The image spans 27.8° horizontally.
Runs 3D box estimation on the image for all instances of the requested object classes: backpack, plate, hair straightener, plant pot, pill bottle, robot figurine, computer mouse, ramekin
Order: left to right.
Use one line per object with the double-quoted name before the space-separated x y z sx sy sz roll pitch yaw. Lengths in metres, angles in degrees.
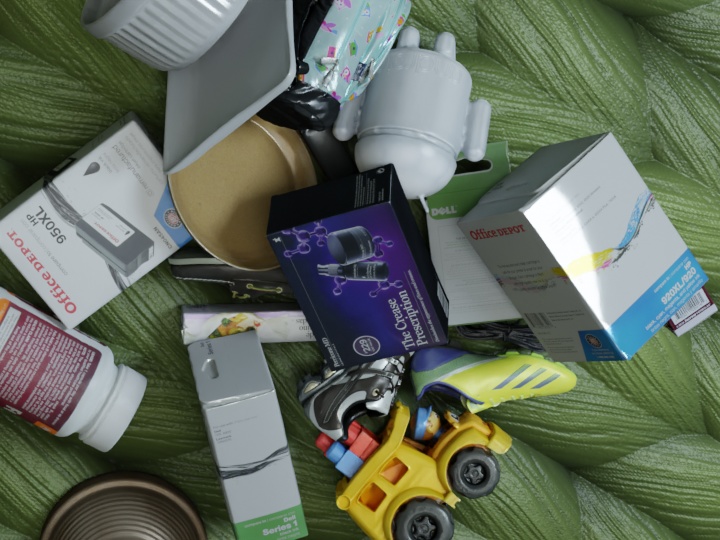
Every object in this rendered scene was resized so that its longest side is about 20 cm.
"pill bottle" -0.345 0.112 1.603 0.200 0.114 0.114 31 96 -15
"plant pot" -0.272 0.342 1.683 0.200 0.093 0.201 -3 104 -11
"ramekin" -0.186 -0.300 1.496 0.105 0.200 0.200 36 95 -25
"plate" -0.129 -0.215 1.496 0.032 0.200 0.199 27 134 -35
"plant pot" -0.132 -0.095 1.589 0.200 0.027 0.201 13 69 -37
"backpack" -0.041 -0.250 1.556 0.127 0.167 0.200 36 78 -34
"hair straightener" -0.009 -0.082 1.638 0.041 0.077 0.200 -27 107 -4
"robot figurine" 0.057 -0.164 1.592 0.169 0.113 0.200 8 74 10
"computer mouse" 0.175 -0.008 1.712 0.140 0.046 0.201 5 104 -1

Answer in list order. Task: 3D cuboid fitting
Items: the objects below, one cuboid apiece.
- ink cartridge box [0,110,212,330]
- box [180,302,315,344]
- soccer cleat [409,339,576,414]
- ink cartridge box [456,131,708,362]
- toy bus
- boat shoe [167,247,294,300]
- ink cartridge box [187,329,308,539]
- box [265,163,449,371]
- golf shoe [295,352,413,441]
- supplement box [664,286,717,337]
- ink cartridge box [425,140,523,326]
"ink cartridge box" -0.284 -0.054 1.590 0.200 0.084 0.145 -37 106 0
"box" -0.107 0.060 1.673 0.199 0.041 0.039 -1 105 -11
"soccer cleat" 0.155 0.134 1.714 0.200 0.065 0.084 8 66 -6
"ink cartridge box" 0.236 -0.023 1.562 0.145 0.147 0.200 -41 103 -21
"toy bus" 0.052 0.221 1.707 0.192 0.136 0.200 41 91 -1
"boat shoe" -0.116 0.004 1.641 0.201 0.072 0.061 -2 105 -12
"ink cartridge box" -0.127 0.188 1.625 0.084 0.146 0.200 -14 119 -7
"box" 0.000 0.000 1.570 0.141 0.079 0.200 -14 126 16
"golf shoe" 0.025 0.118 1.675 0.200 0.095 0.078 -40 151 4
"supplement box" 0.328 -0.029 1.697 0.061 0.109 0.200 -33 106 -1
"ink cartridge box" 0.133 -0.040 1.657 0.104 0.059 0.201 -7 90 15
